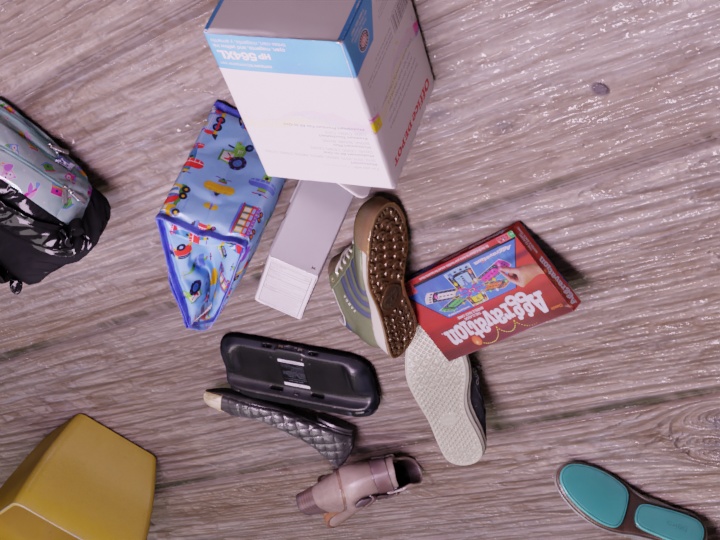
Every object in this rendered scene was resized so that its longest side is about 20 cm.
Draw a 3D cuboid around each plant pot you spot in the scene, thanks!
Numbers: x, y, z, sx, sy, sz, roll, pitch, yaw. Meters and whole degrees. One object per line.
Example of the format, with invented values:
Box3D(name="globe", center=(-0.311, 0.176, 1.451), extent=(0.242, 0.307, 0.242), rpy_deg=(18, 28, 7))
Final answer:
Box3D(name="plant pot", center=(-0.404, 0.324, 2.176), extent=(0.200, 0.177, 0.200), rpy_deg=(33, 146, -18))

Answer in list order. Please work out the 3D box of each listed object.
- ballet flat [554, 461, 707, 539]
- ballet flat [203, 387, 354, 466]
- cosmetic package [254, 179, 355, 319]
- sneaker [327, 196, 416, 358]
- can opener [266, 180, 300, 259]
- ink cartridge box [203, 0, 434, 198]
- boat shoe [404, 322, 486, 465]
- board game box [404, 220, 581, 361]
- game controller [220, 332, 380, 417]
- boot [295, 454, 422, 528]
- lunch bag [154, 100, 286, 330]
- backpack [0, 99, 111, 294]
Box3D(name="ballet flat", center=(0.312, 0.290, 1.808), extent=(0.199, 0.068, 0.064), rpy_deg=(24, 156, -3))
Box3D(name="ballet flat", center=(-0.104, 0.192, 1.903), extent=(0.199, 0.057, 0.066), rpy_deg=(19, -170, 2))
Box3D(name="cosmetic package", center=(-0.033, -0.063, 1.369), extent=(0.050, 0.201, 0.083), rpy_deg=(24, 148, -2))
Box3D(name="sneaker", center=(0.000, 0.000, 1.565), extent=(0.090, 0.067, 0.201), rpy_deg=(25, 142, 33))
Box3D(name="can opener", center=(-0.058, -0.038, 1.544), extent=(0.053, 0.067, 0.200), rpy_deg=(25, 147, -4))
Box3D(name="ink cartridge box", center=(-0.026, -0.167, 1.279), extent=(0.125, 0.129, 0.200), rpy_deg=(7, 144, 22))
Box3D(name="boat shoe", center=(0.098, 0.126, 1.699), extent=(0.074, 0.062, 0.201), rpy_deg=(-9, 124, 17))
Box3D(name="board game box", center=(0.124, 0.025, 1.547), extent=(0.103, 0.019, 0.200), rpy_deg=(50, 141, -10))
Box3D(name="game controller", center=(-0.074, 0.125, 1.829), extent=(0.199, 0.042, 0.105), rpy_deg=(9, 131, 19))
Box3D(name="boot", center=(0.010, 0.279, 1.959), extent=(0.146, 0.071, 0.200), rpy_deg=(-21, 170, 16))
Box3D(name="lunch bag", center=(-0.129, -0.039, 1.506), extent=(0.094, 0.151, 0.200), rpy_deg=(18, 147, 7))
Box3D(name="backpack", center=(-0.380, -0.087, 1.610), extent=(0.167, 0.127, 0.200), rpy_deg=(-29, 122, 37))
